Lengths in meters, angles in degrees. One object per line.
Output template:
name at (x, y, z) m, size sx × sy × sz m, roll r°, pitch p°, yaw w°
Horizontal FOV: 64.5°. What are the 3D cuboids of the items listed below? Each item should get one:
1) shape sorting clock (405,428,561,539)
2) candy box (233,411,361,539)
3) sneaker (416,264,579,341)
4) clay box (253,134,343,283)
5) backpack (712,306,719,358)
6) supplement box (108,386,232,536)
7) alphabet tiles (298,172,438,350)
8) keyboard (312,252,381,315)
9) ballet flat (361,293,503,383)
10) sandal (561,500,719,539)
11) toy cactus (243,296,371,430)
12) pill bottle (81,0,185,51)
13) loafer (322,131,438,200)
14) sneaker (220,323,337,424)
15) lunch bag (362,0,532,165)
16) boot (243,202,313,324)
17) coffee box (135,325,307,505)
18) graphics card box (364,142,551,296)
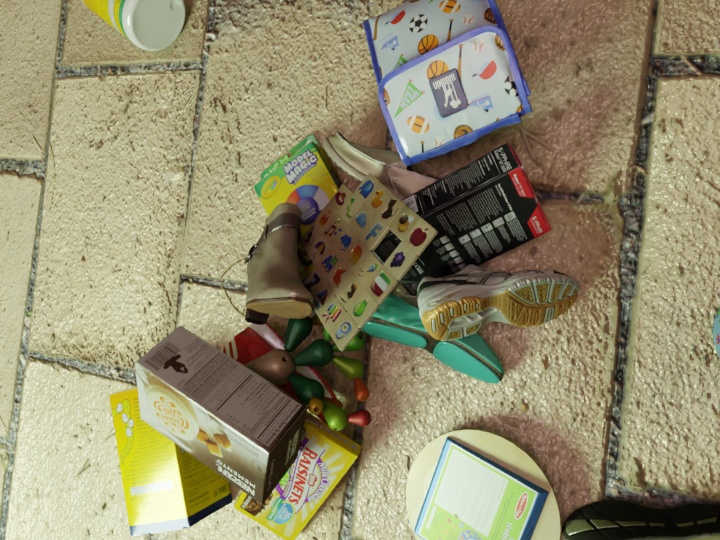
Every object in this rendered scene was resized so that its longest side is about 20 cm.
shape sorting clock at (0.149, 0.300, 0.715) m, size 0.197 × 0.039 × 0.204 m, roll 0°, pitch 90°, yaw 32°
candy box at (-0.089, 0.280, 0.772) m, size 0.101 × 0.026 × 0.201 m, roll 30°, pitch 116°, yaw -3°
sneaker at (0.164, 0.021, 0.696) m, size 0.196 × 0.088 × 0.077 m, roll -7°, pitch 125°, yaw -8°
clay box at (-0.073, -0.089, 0.818) m, size 0.114 × 0.047 × 0.202 m, roll -33°, pitch 77°, yaw 16°
backpack at (0.468, 0.085, 0.557) m, size 0.182 × 0.134 × 0.202 m, roll -35°, pitch 73°, yaw 15°
supplement box at (-0.280, 0.265, 0.845) m, size 0.108 × 0.109 × 0.203 m, roll -15°, pitch 81°, yaw 19°
alphabet tiles at (-0.011, -0.026, 0.688) m, size 0.168 × 0.008 × 0.200 m, roll -51°, pitch 39°, yaw 9°
keyboard at (0.000, 0.000, 0.784) m, size 0.199 × 0.056 × 0.011 m, roll -34°, pitch 35°, yaw 16°
ballet flat at (0.098, 0.075, 0.729) m, size 0.197 × 0.068 × 0.071 m, roll 22°, pitch 62°, yaw 2°
sandal at (0.327, 0.301, 0.631) m, size 0.198 × 0.080 × 0.058 m, roll -7°, pitch 98°, yaw 20°
toy cactus at (-0.072, 0.113, 0.724) m, size 0.163 × 0.102 × 0.203 m, roll -18°, pitch 70°, yaw 4°
pill bottle at (-0.387, -0.454, 0.923) m, size 0.199 × 0.113 × 0.113 m, roll 40°, pitch 101°, yaw 19°
loafer at (0.038, -0.134, 0.768) m, size 0.199 × 0.076 × 0.069 m, roll 36°, pitch 98°, yaw 9°
sneaker at (-0.123, 0.166, 0.784) m, size 0.115 × 0.079 × 0.199 m, roll -39°, pitch 57°, yaw -22°
lunch bag at (0.106, -0.245, 0.700) m, size 0.168 × 0.124 × 0.203 m, roll -19°, pitch 66°, yaw 21°
boot at (-0.100, -0.014, 0.714) m, size 0.199 × 0.069 × 0.149 m, roll -19°, pitch 56°, yaw 58°
coffee box at (-0.171, 0.174, 0.697) m, size 0.198 × 0.080 × 0.115 m, roll 28°, pitch 132°, yaw 16°
graphics card box at (0.119, -0.055, 0.701) m, size 0.198 × 0.125 × 0.051 m, roll -28°, pitch 46°, yaw 17°
